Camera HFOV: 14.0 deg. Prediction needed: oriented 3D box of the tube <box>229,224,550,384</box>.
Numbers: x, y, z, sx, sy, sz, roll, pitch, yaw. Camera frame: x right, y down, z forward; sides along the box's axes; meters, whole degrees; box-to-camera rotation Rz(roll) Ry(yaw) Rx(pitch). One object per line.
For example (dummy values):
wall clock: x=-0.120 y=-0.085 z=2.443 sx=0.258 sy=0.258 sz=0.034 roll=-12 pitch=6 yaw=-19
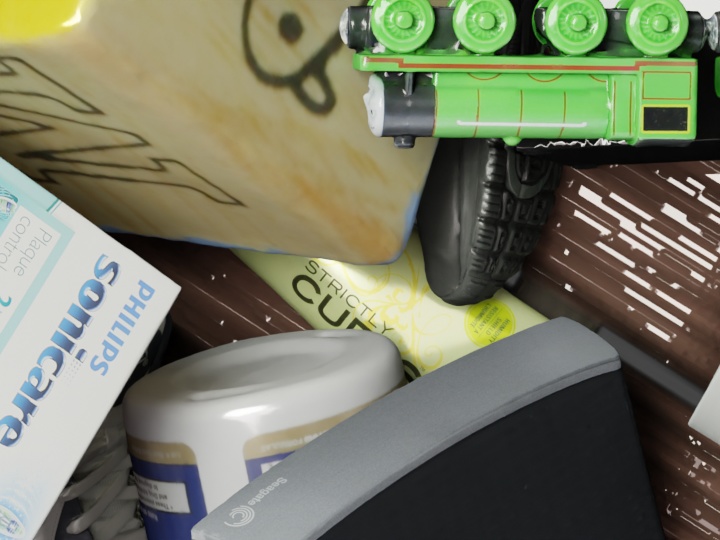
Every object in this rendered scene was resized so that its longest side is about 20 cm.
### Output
tube: x=0.000 y=0.000 z=1.182 sx=0.200 sy=0.052 sz=0.058 roll=41 pitch=134 yaw=9

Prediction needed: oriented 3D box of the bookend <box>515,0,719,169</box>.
bookend: x=0.162 y=-0.143 z=1.114 sx=0.200 sy=0.092 sz=0.199 roll=-3 pitch=87 yaw=17

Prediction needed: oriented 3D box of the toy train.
toy train: x=0.092 y=-0.071 z=1.032 sx=0.200 sy=0.042 sz=0.056 roll=0 pitch=96 yaw=-5

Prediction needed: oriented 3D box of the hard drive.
hard drive: x=0.036 y=0.110 z=1.081 sx=0.042 sy=0.200 sz=0.135 roll=1 pitch=112 yaw=48

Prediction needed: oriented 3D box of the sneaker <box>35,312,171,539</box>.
sneaker: x=-0.109 y=0.072 z=1.180 sx=0.199 sy=0.079 sz=0.130 roll=54 pitch=126 yaw=19

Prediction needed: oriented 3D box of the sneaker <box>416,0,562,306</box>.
sneaker: x=0.031 y=-0.084 z=1.167 sx=0.091 sy=0.076 sz=0.200 roll=-4 pitch=78 yaw=23

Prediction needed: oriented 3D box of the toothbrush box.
toothbrush box: x=-0.188 y=0.015 z=1.015 sx=0.200 sy=0.085 sz=0.146 roll=38 pitch=63 yaw=-15

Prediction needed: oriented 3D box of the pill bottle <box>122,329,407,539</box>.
pill bottle: x=-0.021 y=0.132 z=1.144 sx=0.111 sy=0.111 sz=0.200 roll=-7 pitch=101 yaw=15

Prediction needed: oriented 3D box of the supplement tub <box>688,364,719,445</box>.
supplement tub: x=0.234 y=0.054 z=1.056 sx=0.200 sy=0.144 sz=0.144 roll=31 pitch=97 yaw=7

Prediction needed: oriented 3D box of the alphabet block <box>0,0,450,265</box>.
alphabet block: x=-0.085 y=-0.132 z=1.079 sx=0.196 sy=0.200 sz=0.195 roll=5 pitch=72 yaw=38
